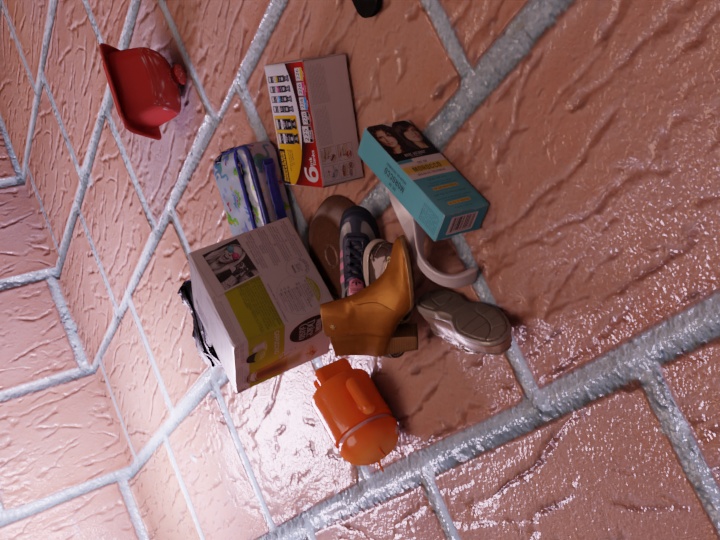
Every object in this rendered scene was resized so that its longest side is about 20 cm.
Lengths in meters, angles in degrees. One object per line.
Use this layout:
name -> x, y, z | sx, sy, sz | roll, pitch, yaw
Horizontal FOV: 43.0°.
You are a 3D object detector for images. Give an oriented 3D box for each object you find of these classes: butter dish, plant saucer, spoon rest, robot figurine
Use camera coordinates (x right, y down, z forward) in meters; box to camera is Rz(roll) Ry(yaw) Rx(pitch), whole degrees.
butter dish -> -0.444, -0.398, 1.957 | 0.200, 0.147, 0.200 | -7, -102, -79
plant saucer -> -0.038, -0.028, 1.567 | 0.200, 0.037, 0.201 | 32, 130, 49
spoon rest -> 0.088, -0.054, 1.313 | 0.200, 0.061, 0.099 | 55, 165, 25
robot figurine -> -0.008, 0.251, 1.578 | 0.144, 0.116, 0.200 | -47, 60, 25

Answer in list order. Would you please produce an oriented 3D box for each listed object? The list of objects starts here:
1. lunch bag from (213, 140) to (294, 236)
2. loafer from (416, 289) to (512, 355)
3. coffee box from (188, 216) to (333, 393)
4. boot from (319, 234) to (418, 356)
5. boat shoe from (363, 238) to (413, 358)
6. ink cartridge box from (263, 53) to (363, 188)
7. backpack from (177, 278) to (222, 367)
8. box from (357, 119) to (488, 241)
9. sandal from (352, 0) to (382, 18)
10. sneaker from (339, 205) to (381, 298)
lunch bag -> -0.202, -0.141, 1.738 | 0.161, 0.082, 0.201 | -4, 102, 56
loafer -> 0.152, 0.082, 1.292 | 0.200, 0.072, 0.063 | 29, 145, 58
coffee box -> -0.176, 0.063, 1.644 | 0.200, 0.197, 0.200 | 59, 160, 24
boot -> 0.010, 0.045, 1.360 | 0.071, 0.144, 0.202 | -84, -10, -62
boat shoe -> 0.049, 0.051, 1.432 | 0.059, 0.072, 0.201 | 18, 119, 48
ink cartridge box -> -0.088, -0.244, 1.496 | 0.175, 0.084, 0.201 | 12, 115, 56
backpack -> -0.285, 0.104, 1.922 | 0.200, 0.154, 0.191 | 3, 99, 64
box -> 0.085, -0.129, 1.274 | 0.200, 0.082, 0.049 | 51, 142, 32
sandal -> -0.026, -0.462, 1.328 | 0.075, 0.045, 0.200 | -35, 74, 58
sneaker -> 0.000, 0.000, 1.455 | 0.082, 0.070, 0.201 | -70, -25, -69
